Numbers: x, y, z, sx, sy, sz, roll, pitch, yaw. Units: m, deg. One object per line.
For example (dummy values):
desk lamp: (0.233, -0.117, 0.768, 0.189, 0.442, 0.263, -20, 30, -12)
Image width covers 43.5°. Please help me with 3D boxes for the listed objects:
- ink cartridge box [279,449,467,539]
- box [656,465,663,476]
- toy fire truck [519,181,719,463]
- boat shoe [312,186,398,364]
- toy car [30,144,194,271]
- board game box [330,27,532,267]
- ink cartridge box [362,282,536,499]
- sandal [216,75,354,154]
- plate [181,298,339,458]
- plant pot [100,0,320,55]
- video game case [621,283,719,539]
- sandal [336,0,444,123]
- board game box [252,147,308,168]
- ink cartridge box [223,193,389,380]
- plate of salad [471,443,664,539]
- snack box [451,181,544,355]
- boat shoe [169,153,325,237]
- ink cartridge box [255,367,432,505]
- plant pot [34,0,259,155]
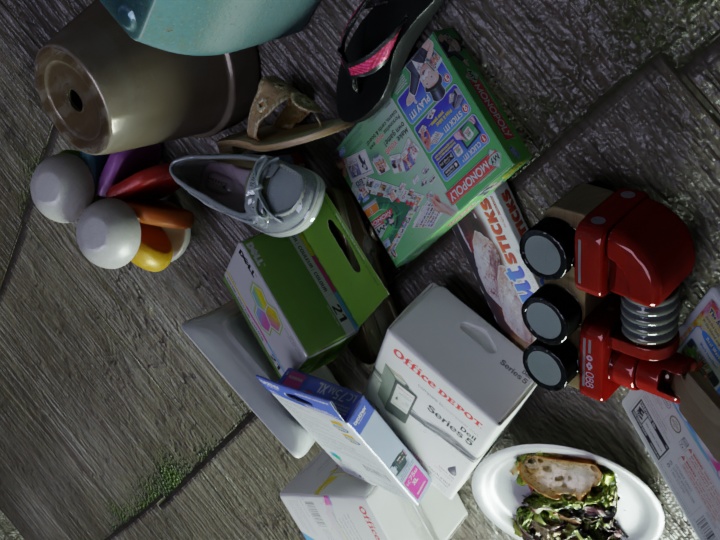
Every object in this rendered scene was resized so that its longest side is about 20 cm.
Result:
ink cartridge box: (0.024, 0.290, 1.116, 0.199, 0.125, 0.129, -13, 110, 48)
box: (0.367, 0.241, 0.815, 0.110, 0.035, 0.201, -25, 101, 51)
toy fire truck: (0.226, 0.044, 0.712, 0.199, 0.128, 0.178, 22, 132, 38)
boat shoe: (0.002, 0.001, 0.980, 0.073, 0.063, 0.203, 10, 120, 57)
toy car: (-0.289, -0.101, 1.119, 0.200, 0.175, 0.150, 42, 106, 12)
board game box: (0.057, -0.106, 0.833, 0.135, 0.029, 0.200, 60, 142, 9)
ink cartridge box: (0.086, 0.131, 0.947, 0.145, 0.084, 0.201, 39, 148, 16)
sandal: (-0.094, -0.163, 0.925, 0.211, 0.077, 0.070, -1, 112, 52)
plate: (-0.100, 0.110, 1.076, 0.032, 0.199, 0.200, -42, 86, 17)
plant pot: (-0.139, -0.300, 0.761, 0.197, 0.200, 0.196, 50, 142, 2)
video game case: (0.303, 0.143, 0.729, 0.183, 0.023, 0.201, 107, 147, -50)
sandal: (0.015, -0.209, 0.785, 0.200, 0.045, 0.076, -53, 54, 47)
board game box: (-0.072, -0.041, 1.038, 0.102, 0.019, 0.202, 1, 120, 43)
ink cartridge box: (-0.065, 0.015, 0.955, 0.149, 0.075, 0.200, 58, 153, 11)
plate of salad: (0.210, 0.251, 0.931, 0.198, 0.048, 0.201, 13, 136, 12)
snack box: (0.146, 0.010, 0.859, 0.072, 0.024, 0.201, -10, 112, 51)
boat shoe: (-0.116, -0.084, 0.912, 0.201, 0.064, 0.075, 19, 90, 44)
ink cartridge box: (-0.015, 0.168, 0.956, 0.119, 0.042, 0.200, 13, 150, 44)
plant pot: (-0.234, -0.209, 0.946, 0.199, 0.173, 0.201, 25, 135, 28)
